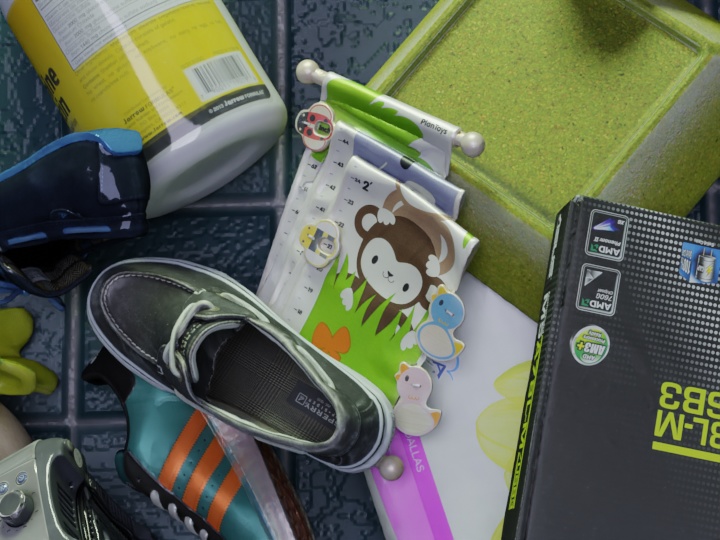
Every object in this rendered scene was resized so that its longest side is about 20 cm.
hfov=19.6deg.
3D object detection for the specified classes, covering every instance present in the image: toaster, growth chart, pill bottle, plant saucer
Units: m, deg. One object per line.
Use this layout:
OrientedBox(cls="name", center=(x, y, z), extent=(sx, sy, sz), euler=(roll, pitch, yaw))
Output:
OrientedBox(cls="toaster", center=(-0.175, 0.187, 1.130), extent=(0.129, 0.200, 0.114), euler=(-23, 51, 7))
OrientedBox(cls="growth chart", center=(0.000, 0.000, 1.124), extent=(0.144, 0.018, 0.201), euler=(20, 97, 31))
OrientedBox(cls="pill bottle", center=(-0.134, -0.139, 1.178), extent=(0.112, 0.112, 0.201), euler=(-32, 81, 2))
OrientedBox(cls="plant saucer", center=(0.101, -0.095, 1.139), extent=(0.200, 0.048, 0.200), euler=(36, 80, 24))

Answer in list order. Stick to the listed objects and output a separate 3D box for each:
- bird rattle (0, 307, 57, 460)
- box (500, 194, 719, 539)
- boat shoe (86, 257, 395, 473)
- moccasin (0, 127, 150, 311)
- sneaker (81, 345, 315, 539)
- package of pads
OrientedBox(cls="bird rattle", center=(-0.257, 0.112, 1.177), extent=(0.199, 0.113, 0.164), euler=(-30, 98, 5))
OrientedBox(cls="box", center=(0.181, 0.077, 1.051), extent=(0.199, 0.048, 0.194), euler=(13, 76, -5))
OrientedBox(cls="boat shoe", center=(-0.071, 0.041, 1.107), extent=(0.199, 0.071, 0.072), euler=(24, 86, 25))
OrientedBox(cls="moccasin", center=(-0.181, -0.016, 1.139), extent=(0.080, 0.200, 0.069), euler=(-8, 78, -34))
OrientedBox(cls="sneaker", center=(-0.088, 0.119, 1.172), extent=(0.080, 0.071, 0.201), euler=(-30, 74, 3))
OrientedBox(cls="package of pads", center=(0.078, 0.094, 1.153), extent=(0.154, 0.068, 0.201), euler=(-20, 82, 4))
